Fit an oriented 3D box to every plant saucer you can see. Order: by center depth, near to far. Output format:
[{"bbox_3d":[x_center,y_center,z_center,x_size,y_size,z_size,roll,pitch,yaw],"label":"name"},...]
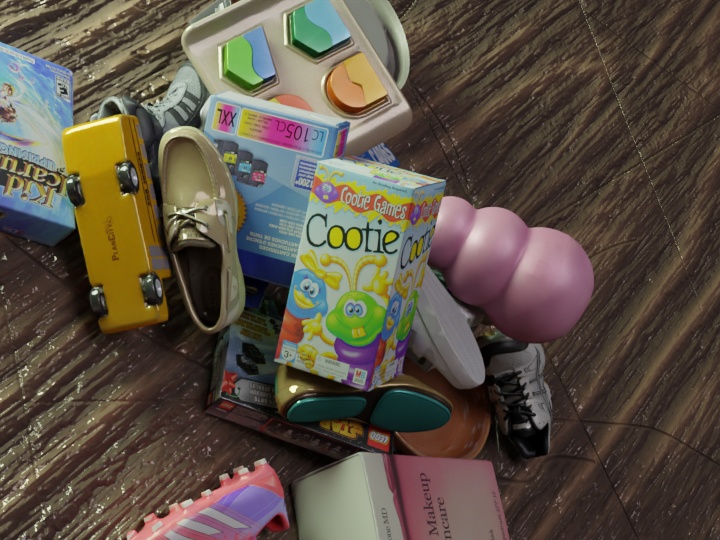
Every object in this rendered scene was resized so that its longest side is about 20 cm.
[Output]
[{"bbox_3d":[0.066,0.129,1.733,0.200,0.037,0.201,26,50,-36],"label":"plant saucer"}]

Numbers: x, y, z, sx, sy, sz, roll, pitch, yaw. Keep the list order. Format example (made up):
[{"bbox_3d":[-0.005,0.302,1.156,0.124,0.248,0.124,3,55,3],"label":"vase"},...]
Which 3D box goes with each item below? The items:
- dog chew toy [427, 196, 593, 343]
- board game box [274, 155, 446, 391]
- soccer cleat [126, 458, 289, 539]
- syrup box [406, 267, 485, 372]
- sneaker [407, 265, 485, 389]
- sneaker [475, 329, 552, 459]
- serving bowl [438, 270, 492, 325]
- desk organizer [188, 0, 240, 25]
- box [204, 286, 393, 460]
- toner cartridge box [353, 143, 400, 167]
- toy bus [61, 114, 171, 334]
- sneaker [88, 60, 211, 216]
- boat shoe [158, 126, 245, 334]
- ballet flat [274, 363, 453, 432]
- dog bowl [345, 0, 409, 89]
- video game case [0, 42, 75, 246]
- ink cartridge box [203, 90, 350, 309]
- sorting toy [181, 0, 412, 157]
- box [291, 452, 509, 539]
[{"bbox_3d":[0.143,-0.009,1.621,0.200,0.125,0.125,30,44,-6],"label":"dog chew toy"},{"bbox_3d":[0.000,0.000,1.498,0.103,0.105,0.201,-19,123,-69],"label":"board game box"},{"bbox_3d":[-0.137,0.239,1.428,0.200,0.067,0.077,-25,91,-54],"label":"soccer cleat"},{"bbox_3d":[0.031,0.014,1.664,0.200,0.082,0.079,40,15,13],"label":"syrup box"},{"bbox_3d":[0.035,0.055,1.587,0.200,0.115,0.074,57,22,6],"label":"sneaker"},{"bbox_3d":[0.184,0.143,1.764,0.200,0.075,0.088,58,23,-48],"label":"sneaker"},{"bbox_3d":[0.103,-0.004,1.770,0.066,0.200,0.200,-46,106,-8],"label":"serving bowl"},{"bbox_3d":[-0.124,-0.197,1.706,0.077,0.072,0.200,11,59,-45],"label":"desk organizer"},{"bbox_3d":[-0.056,0.111,1.582,0.200,0.040,0.137,23,51,-22],"label":"box"},{"bbox_3d":[-0.011,-0.133,1.737,0.095,0.043,0.200,50,13,-2],"label":"toner cartridge box"},{"bbox_3d":[-0.229,-0.044,1.469,0.078,0.065,0.201,-10,87,-80],"label":"toy bus"},{"bbox_3d":[-0.209,-0.160,1.585,0.114,0.075,0.200,34,48,-32],"label":"sneaker"},{"bbox_3d":[-0.156,-0.039,1.487,0.065,0.072,0.201,-49,130,-78],"label":"boat shoe"},{"bbox_3d":[0.004,0.119,1.549,0.200,0.069,0.063,9,43,-32],"label":"ballet flat"},{"bbox_3d":[-0.031,-0.284,1.869,0.200,0.059,0.201,26,49,-34],"label":"dog bowl"},{"bbox_3d":[-0.359,-0.135,1.435,0.200,0.045,0.182,19,55,-40],"label":"video game case"},{"bbox_3d":[-0.098,-0.066,1.546,0.136,0.201,0.076,15,13,10],"label":"ink cartridge box"},{"bbox_3d":[-0.062,-0.202,1.615,0.185,0.036,0.200,-30,89,-21],"label":"sorting toy"},{"bbox_3d":[0.045,0.263,1.569,0.200,0.109,0.128,10,61,-44],"label":"box"}]
